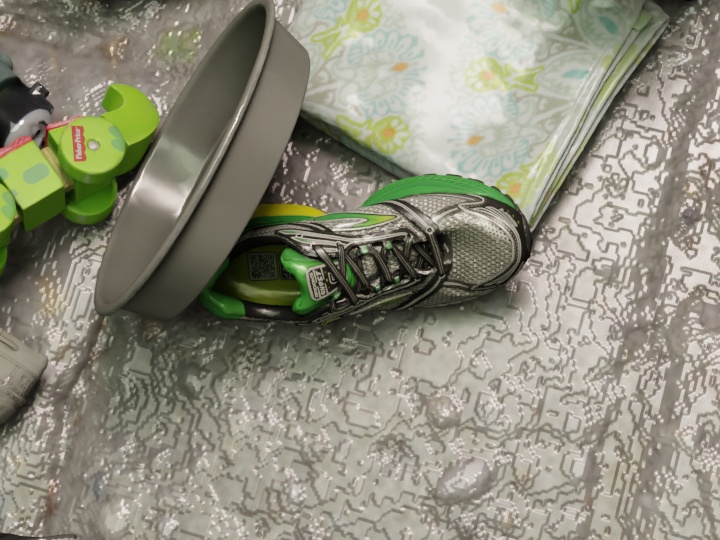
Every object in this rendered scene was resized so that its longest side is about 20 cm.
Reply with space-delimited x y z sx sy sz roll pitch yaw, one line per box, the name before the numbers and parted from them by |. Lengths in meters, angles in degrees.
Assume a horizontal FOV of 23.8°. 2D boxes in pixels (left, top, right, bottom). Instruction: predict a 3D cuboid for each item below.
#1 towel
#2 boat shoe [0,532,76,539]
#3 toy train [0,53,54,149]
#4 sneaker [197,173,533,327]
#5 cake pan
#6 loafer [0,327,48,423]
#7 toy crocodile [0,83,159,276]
towel | 0.060 -0.134 1.018 0.199 0.048 0.172 31 83 16
boat shoe | -0.251 0.163 0.994 0.198 0.070 0.067 -10 76 15
toy train | -0.282 -0.116 1.060 0.200 0.085 0.114 40 76 16
sneaker | 0.000 0.000 0.966 0.198 0.085 0.079 -9 108 11
cake pan | -0.087 -0.058 0.962 0.036 0.200 0.202 28 81 -17
loafer | -0.269 0.009 1.034 0.070 0.070 0.200 -43 81 -8
toy crocodile | -0.199 -0.047 1.002 0.199 0.068 0.062 -33 75 -25
